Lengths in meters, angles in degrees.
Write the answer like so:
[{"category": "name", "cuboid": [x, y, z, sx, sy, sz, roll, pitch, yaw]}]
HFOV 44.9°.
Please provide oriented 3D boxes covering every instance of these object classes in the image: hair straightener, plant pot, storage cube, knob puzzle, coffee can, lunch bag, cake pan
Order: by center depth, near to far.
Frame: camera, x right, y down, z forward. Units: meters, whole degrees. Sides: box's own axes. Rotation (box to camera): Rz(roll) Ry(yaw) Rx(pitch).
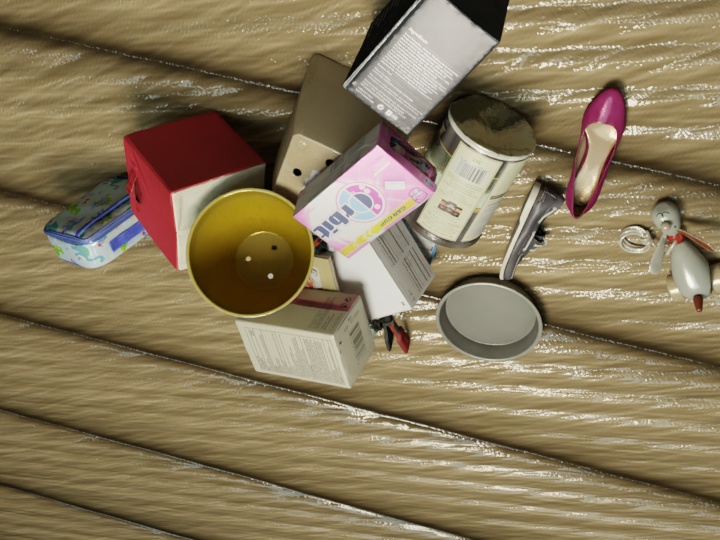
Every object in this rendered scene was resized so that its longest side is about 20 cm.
[{"category": "coffee can", "cuboid": [0.168, -0.155, 1.382, 0.146, 0.146, 0.200, 25, 132, -3]}, {"category": "plant pot", "cuboid": [-0.038, -0.188, 1.401, 0.199, 0.177, 0.200, 24, 132, -3]}, {"category": "plant pot", "cuboid": [-0.167, -0.022, 1.408, 0.200, 0.200, 0.142, 16, 176, 4]}, {"category": "storage cube", "cuboid": [-0.278, -0.136, 1.475, 0.180, 0.200, 0.171, 45, 144, 35]}, {"category": "knob puzzle", "cuboid": [-0.111, 0.035, 1.556, 0.219, 0.030, 0.220, 17, 136, 18]}, {"category": "lunch bag", "cuboid": [-0.459, -0.092, 1.593, 0.161, 0.200, 0.083, 17, 136, 38]}, {"category": "cake pan", "cuboid": [0.242, 0.089, 1.640, 0.200, 0.037, 0.201, 9, 131, 11]}, {"category": "hair straightener", "cuboid": [0.040, 0.117, 1.671, 0.077, 0.041, 0.200, 4, 164, 16]}]

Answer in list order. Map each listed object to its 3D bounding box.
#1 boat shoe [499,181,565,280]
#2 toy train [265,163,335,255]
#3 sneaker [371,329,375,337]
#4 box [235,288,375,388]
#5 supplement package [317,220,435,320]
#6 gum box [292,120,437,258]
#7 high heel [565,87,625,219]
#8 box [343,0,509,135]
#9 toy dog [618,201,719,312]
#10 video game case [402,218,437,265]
[{"category": "boat shoe", "cuboid": [0.288, -0.056, 1.479, 0.063, 0.073, 0.200, 20, 128, 5]}, {"category": "toy train", "cuboid": [-0.109, -0.104, 1.503, 0.200, 0.085, 0.114, 42, 172, 40]}, {"category": "sneaker", "cuboid": [-0.076, 0.138, 1.731, 0.200, 0.118, 0.074, 0, 131, 19]}, {"category": "box", "cuboid": [-0.093, 0.110, 1.511, 0.200, 0.109, 0.128, 7, 132, 28]}, {"category": "supplement package", "cuboid": [0.000, 0.000, 1.562, 0.200, 0.111, 0.156, -18, 113, 39]}, {"category": "gum box", "cuboid": [0.010, -0.118, 1.281, 0.113, 0.066, 0.200, 37, 127, -23]}, {"category": "high heel", "cuboid": [0.362, -0.176, 1.334, 0.067, 0.096, 0.200, 11, 132, 9]}, {"category": "box", "cuboid": [0.097, -0.333, 1.217, 0.124, 0.200, 0.197, 34, 132, -14]}, {"category": "toy dog", "cuboid": [0.525, -0.009, 1.423, 0.200, 0.096, 0.132, 36, 130, -14]}, {"category": "video game case", "cuboid": [0.064, -0.043, 1.599, 0.143, 0.018, 0.200, 18, 132, 2]}]
